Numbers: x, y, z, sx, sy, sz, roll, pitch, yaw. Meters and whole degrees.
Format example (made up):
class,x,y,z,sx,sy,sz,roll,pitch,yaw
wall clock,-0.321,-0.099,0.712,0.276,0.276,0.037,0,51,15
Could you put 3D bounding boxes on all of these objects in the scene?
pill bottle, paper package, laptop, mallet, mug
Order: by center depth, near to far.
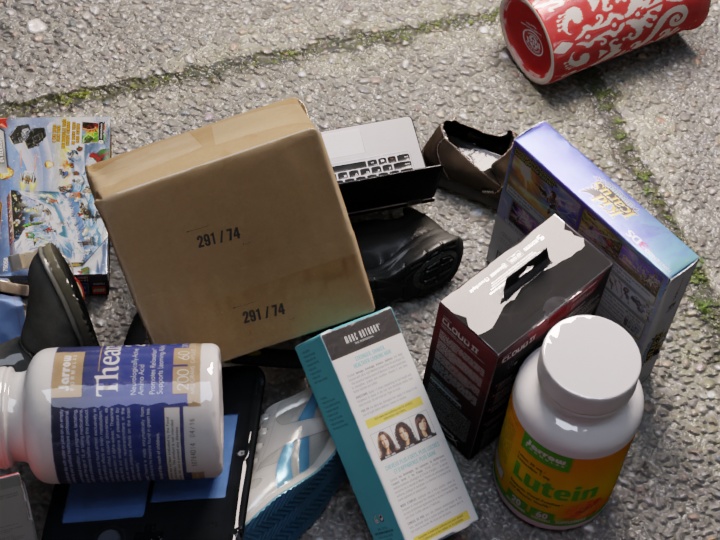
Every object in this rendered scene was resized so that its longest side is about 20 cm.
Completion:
class,x,y,z,sx,sy,sz,roll,pitch,yaw
pill bottle,-0.212,0.117,1.253,0.198,0.111,0.112,-2,54,-4
pill bottle,0.179,0.128,1.310,0.110,0.201,0.112,2,53,-3
paper package,-0.111,-0.027,1.325,0.199,0.192,0.104,-20,24,-5
mallet,-0.123,0.069,1.408,0.198,0.041,0.066,-3,54,7
laptop,-0.026,-0.110,1.490,0.186,0.116,0.201,-10,46,-3
mug,0.256,-0.288,1.690,0.199,0.177,0.134,-26,96,-17

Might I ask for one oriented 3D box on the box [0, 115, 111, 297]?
class,x,y,z,sx,sy,sz,roll,pitch,yaw
box,-0.314,-0.065,1.510,0.136,0.040,0.201,0,54,-6

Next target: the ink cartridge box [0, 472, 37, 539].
class,x,y,z,sx,sy,sz,roll,pitch,yaw
ink cartridge box,-0.363,0.209,1.223,0.199,0.174,0.044,-13,56,-14

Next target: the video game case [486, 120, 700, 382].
class,x,y,z,sx,sy,sz,roll,pitch,yaw
video game case,0.210,-0.012,1.426,0.045,0.182,0.200,-32,63,-25

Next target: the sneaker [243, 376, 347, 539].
class,x,y,z,sx,sy,sz,roll,pitch,yaw
sneaker,-0.064,0.170,1.346,0.080,0.077,0.200,26,49,24

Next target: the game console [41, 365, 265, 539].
class,x,y,z,sx,sy,sz,roll,pitch,yaw
game console,-0.176,0.167,1.314,0.176,0.031,0.201,-9,45,15

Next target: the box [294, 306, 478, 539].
class,x,y,z,sx,sy,sz,roll,pitch,yaw
box,0.022,0.140,1.319,0.082,0.049,0.201,-19,85,-36

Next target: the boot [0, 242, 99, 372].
class,x,y,z,sx,sy,sz,roll,pitch,yaw
boot,-0.324,0.081,1.308,0.199,0.183,0.073,-17,37,-8

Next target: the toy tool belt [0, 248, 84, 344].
class,x,y,z,sx,sy,sz,roll,pitch,yaw
toy tool belt,-0.343,0.047,1.367,0.199,0.123,0.126,-13,95,-11

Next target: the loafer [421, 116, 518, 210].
class,x,y,z,sx,sy,sz,roll,pitch,yaw
loafer,0.155,-0.099,1.553,0.199,0.072,0.073,17,54,8

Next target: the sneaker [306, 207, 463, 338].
class,x,y,z,sx,sy,sz,roll,pitch,yaw
sneaker,0.000,0.000,1.479,0.199,0.076,0.091,-22,49,-27

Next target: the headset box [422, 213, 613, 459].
class,x,y,z,sx,sy,sz,roll,pitch,yaw
headset box,0.135,0.056,1.360,0.149,0.201,0.077,-37,64,-26
